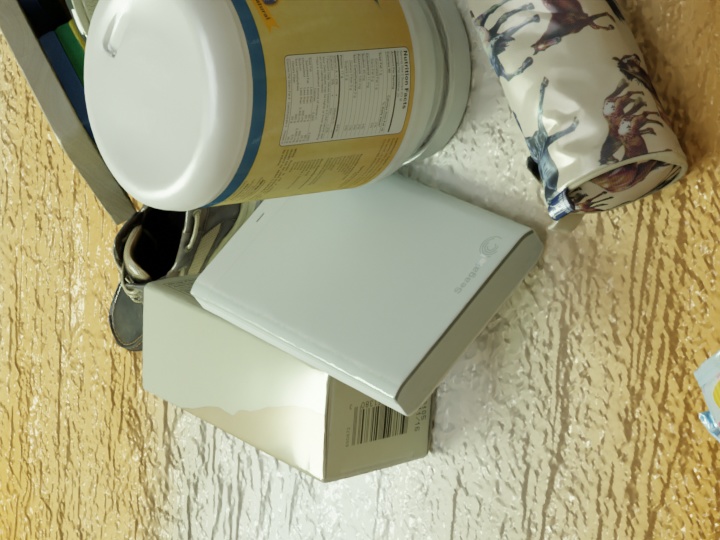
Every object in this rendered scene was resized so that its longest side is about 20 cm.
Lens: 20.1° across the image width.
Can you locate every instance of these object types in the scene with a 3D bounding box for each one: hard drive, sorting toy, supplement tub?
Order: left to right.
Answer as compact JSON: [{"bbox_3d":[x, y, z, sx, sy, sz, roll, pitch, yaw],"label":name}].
[{"bbox_3d":[-0.201,-0.156,1.415,0.200,0.069,0.200,61,177,14],"label":"sorting toy"},{"bbox_3d":[-0.047,-0.116,1.199,0.144,0.199,0.146,12,106,47],"label":"supplement tub"},{"bbox_3d":[0.000,0.000,1.236,0.199,0.132,0.026,24,159,45],"label":"hard drive"}]

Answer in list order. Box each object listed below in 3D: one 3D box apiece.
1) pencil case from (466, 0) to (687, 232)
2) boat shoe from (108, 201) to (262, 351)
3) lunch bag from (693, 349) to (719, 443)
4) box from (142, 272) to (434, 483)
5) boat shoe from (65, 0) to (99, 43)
[{"bbox_3d":[0.102,-0.125,1.115,0.089,0.078,0.201,-30,73,28],"label":"pencil case"},{"bbox_3d":[-0.142,-0.015,1.429,0.075,0.073,0.200,57,134,26],"label":"boat shoe"},{"bbox_3d":[0.264,0.074,0.926,0.200,0.127,0.170,-38,70,36],"label":"lunch bag"},{"bbox_3d":[-0.050,0.063,1.321,0.199,0.094,0.078,22,114,47],"label":"box"},{"bbox_3d":[-0.174,-0.236,1.319,0.068,0.071,0.202,164,95,-68],"label":"boat shoe"}]
